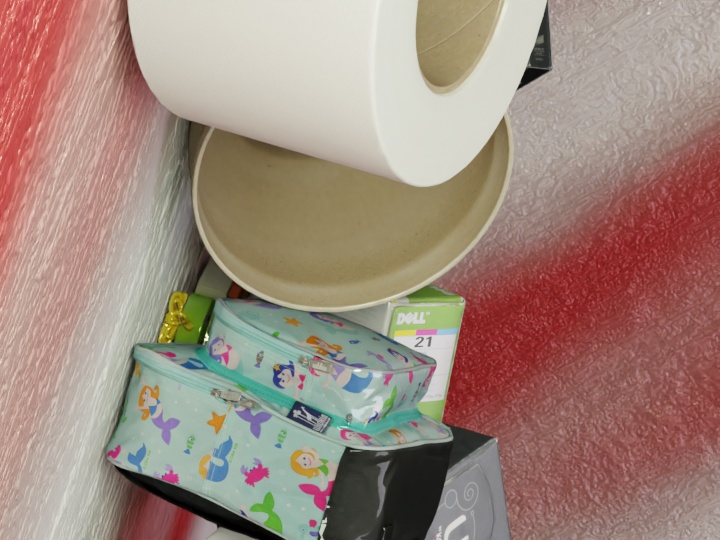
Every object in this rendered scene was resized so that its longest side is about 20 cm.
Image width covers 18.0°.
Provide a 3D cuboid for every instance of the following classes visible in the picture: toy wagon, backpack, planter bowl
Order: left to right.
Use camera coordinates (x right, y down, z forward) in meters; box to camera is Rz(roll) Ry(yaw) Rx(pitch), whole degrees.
[{"bbox_3d":[-0.110,0.051,1.606,0.200,0.039,0.156,78,28,-82],"label":"toy wagon"},{"bbox_3d":[-0.054,0.097,1.429,0.177,0.198,0.152,1,101,-70],"label":"backpack"},{"bbox_3d":[-0.018,-0.095,1.409,0.135,0.198,0.201,-111,-151,-51],"label":"planter bowl"}]

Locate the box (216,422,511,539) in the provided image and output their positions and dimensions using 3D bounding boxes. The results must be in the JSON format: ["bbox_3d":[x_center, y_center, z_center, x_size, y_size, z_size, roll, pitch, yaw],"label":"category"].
[{"bbox_3d":[-0.002,0.171,1.607,0.106,0.199,0.123,-31,121,-40],"label":"box"}]

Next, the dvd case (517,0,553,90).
[{"bbox_3d":[0.082,-0.214,1.587,0.150,0.025,0.202,-28,-118,60],"label":"dvd case"}]

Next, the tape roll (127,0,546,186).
[{"bbox_3d":[-0.005,-0.155,1.120,0.203,0.138,0.204,-43,141,-48],"label":"tape roll"}]

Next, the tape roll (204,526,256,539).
[{"bbox_3d":[-0.109,0.241,1.519,0.202,0.071,0.202,-43,173,-7],"label":"tape roll"}]

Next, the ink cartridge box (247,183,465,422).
[{"bbox_3d":[0.000,0.000,1.558,0.075,0.147,0.202,0,106,-43],"label":"ink cartridge box"}]
